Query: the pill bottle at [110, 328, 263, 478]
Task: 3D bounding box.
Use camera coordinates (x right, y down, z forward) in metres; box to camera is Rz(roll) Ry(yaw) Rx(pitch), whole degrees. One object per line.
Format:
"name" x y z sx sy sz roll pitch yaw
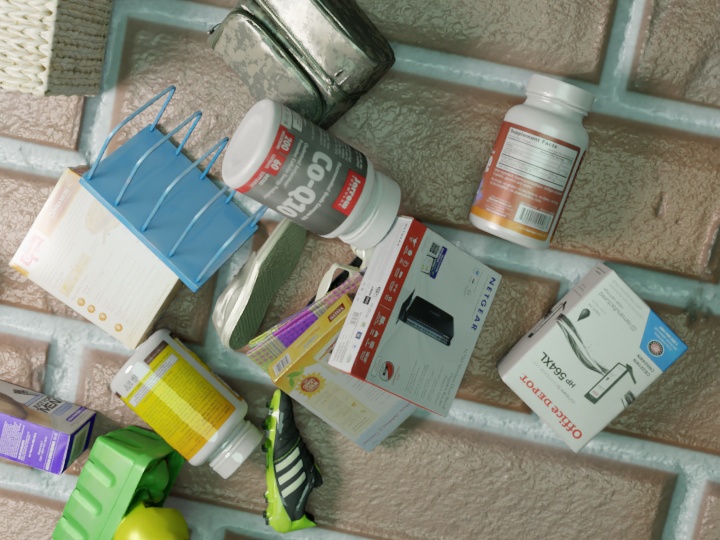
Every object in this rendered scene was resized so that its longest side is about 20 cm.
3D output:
"pill bottle" -0.227 0.181 1.259 0.200 0.109 0.109 43 98 -3

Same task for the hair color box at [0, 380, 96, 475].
"hair color box" -0.472 0.201 1.275 0.198 0.109 0.066 16 99 0

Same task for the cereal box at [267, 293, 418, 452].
"cereal box" -0.003 0.138 1.231 0.144 0.040 0.200 -43 125 8

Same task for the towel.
"towel" -0.033 0.088 1.235 0.199 0.023 0.144 -34 128 12

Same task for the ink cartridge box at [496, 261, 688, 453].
"ink cartridge box" 0.297 0.113 1.234 0.146 0.084 0.200 44 97 -4

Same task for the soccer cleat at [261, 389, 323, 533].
"soccer cleat" -0.093 0.258 1.292 0.080 0.068 0.203 -2 100 -13

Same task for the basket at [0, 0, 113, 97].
"basket" -0.424 -0.305 1.156 0.196 0.200 0.163 10 101 2

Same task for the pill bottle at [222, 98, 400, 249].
"pill bottle" -0.055 -0.109 1.135 0.199 0.114 0.115 27 100 -28

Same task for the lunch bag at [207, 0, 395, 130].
"lunch bag" -0.076 -0.271 1.179 0.167 0.139 0.200 -40 94 24

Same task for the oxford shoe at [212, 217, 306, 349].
"oxford shoe" -0.138 0.008 1.255 0.058 0.075 0.201 35 98 34

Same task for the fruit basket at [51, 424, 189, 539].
"fruit basket" -0.287 0.333 1.259 0.213 0.155 0.219 0 91 16

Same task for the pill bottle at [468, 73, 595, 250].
"pill bottle" 0.219 -0.136 1.189 0.111 0.112 0.202 20 98 0

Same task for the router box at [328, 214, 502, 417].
"router box" 0.073 0.059 1.184 0.179 0.049 0.202 28 81 -37

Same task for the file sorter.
"file sorter" -0.218 -0.108 1.181 0.200 0.139 0.123 43 138 -3

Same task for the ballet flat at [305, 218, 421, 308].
"ballet flat" 0.000 0.000 1.237 0.073 0.073 0.200 42 100 -3

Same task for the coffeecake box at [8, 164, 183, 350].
"coffeecake box" -0.333 -0.019 1.254 0.199 0.073 0.154 34 99 -2
